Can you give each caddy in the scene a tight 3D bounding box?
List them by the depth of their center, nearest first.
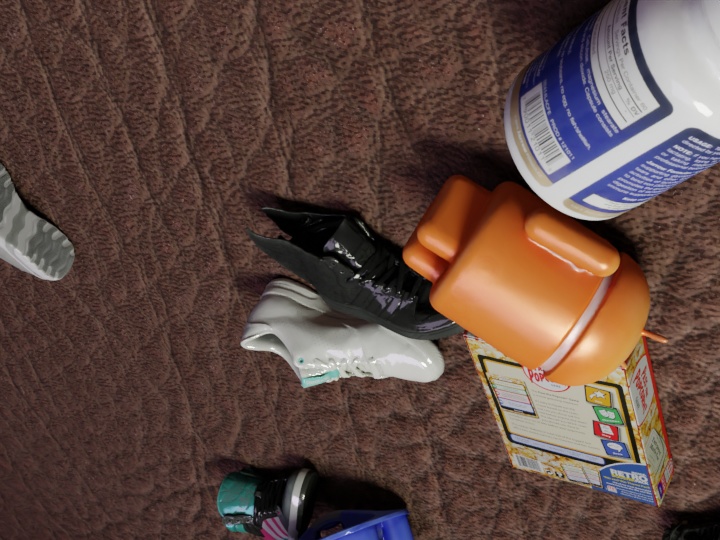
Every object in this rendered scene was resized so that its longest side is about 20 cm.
[{"bbox_3d":[-0.023,0.338,1.513,0.200,0.141,0.105,-32,72,37],"label":"caddy"}]

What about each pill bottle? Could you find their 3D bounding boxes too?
[{"bbox_3d":[0.183,-0.114,0.750,0.116,0.116,0.200,40,148,-12],"label":"pill bottle"}]

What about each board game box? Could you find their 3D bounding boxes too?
[{"bbox_3d":[0.188,0.119,1.132,0.151,0.046,0.200,11,143,31],"label":"board game box"}]

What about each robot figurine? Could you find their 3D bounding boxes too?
[{"bbox_3d":[0.132,0.011,0.969,0.200,0.117,0.144,32,114,0],"label":"robot figurine"}]

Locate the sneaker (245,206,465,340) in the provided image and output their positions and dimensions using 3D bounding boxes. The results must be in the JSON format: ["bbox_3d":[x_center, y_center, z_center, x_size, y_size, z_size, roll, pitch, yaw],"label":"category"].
[{"bbox_3d":[0.002,-0.002,1.115,0.199,0.060,0.104,12,148,35],"label":"sneaker"}]

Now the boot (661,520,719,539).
[{"bbox_3d":[0.324,0.246,1.167,0.138,0.078,0.200,12,142,38],"label":"boot"}]

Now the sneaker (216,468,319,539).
[{"bbox_3d":[-0.119,0.285,1.602,0.120,0.084,0.200,18,148,4],"label":"sneaker"}]

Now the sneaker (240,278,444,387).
[{"bbox_3d":[-0.020,0.081,1.222,0.199,0.089,0.075,18,144,21],"label":"sneaker"}]

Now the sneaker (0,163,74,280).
[{"bbox_3d":[-0.402,-0.057,1.376,0.082,0.075,0.200,-4,134,42],"label":"sneaker"}]
